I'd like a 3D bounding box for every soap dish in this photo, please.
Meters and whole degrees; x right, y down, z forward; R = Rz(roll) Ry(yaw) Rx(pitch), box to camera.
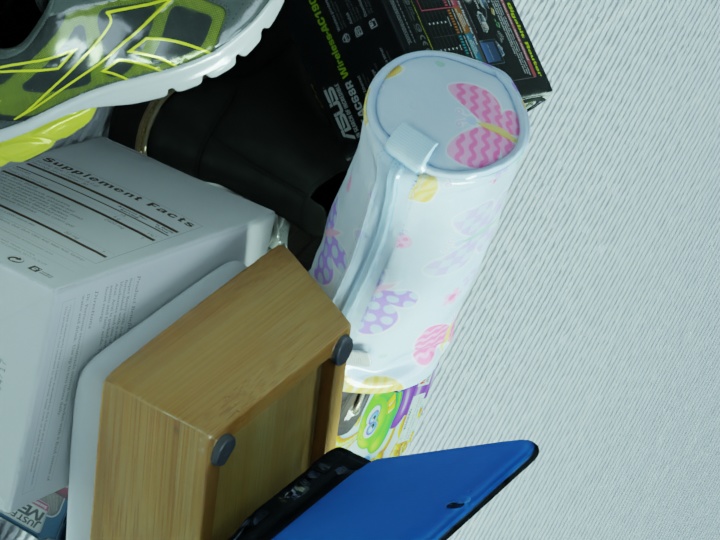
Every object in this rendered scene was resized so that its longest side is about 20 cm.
[{"bbox_3d":[-0.076,0.108,1.336,0.157,0.081,0.201,-38,143,-49],"label":"soap dish"}]

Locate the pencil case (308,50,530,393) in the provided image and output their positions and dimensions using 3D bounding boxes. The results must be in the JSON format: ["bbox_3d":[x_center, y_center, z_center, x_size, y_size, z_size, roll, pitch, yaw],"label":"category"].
[{"bbox_3d":[0.021,-0.021,1.344,0.090,0.083,0.200,-26,154,-32],"label":"pencil case"}]

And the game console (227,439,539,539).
[{"bbox_3d":[-0.018,0.169,1.263,0.200,0.118,0.172,-34,140,-51],"label":"game console"}]

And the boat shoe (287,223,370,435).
[{"bbox_3d":[0.000,0.000,1.494,0.073,0.074,0.201,31,81,-34],"label":"boat shoe"}]

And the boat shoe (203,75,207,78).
[{"bbox_3d":[-0.085,-0.193,1.340,0.070,0.070,0.201,-34,141,-48],"label":"boat shoe"}]

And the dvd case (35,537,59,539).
[{"bbox_3d":[-0.187,0.179,1.427,0.200,0.150,0.025,31,45,-67],"label":"dvd case"}]

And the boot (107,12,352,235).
[{"bbox_3d":[-0.028,-0.084,1.484,0.200,0.138,0.078,-41,148,-44],"label":"boot"}]

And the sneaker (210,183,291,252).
[{"bbox_3d":[-0.053,-0.031,1.552,0.200,0.086,0.075,-10,124,-61],"label":"sneaker"}]

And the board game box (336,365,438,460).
[{"bbox_3d":[-0.053,0.094,1.655,0.200,0.105,0.103,-16,128,-60],"label":"board game box"}]

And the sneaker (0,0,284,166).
[{"bbox_3d":[-0.121,-0.123,1.264,0.199,0.075,0.085,-32,141,-9],"label":"sneaker"}]

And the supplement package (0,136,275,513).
[{"bbox_3d":[-0.153,0.021,1.347,0.200,0.119,0.122,-21,130,-58],"label":"supplement package"}]

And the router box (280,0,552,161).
[{"bbox_3d":[0.011,-0.165,1.431,0.062,0.201,0.150,-26,174,30],"label":"router box"}]

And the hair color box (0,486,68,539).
[{"bbox_3d":[-0.146,0.101,1.470,0.200,0.100,0.061,4,109,-66],"label":"hair color box"}]
